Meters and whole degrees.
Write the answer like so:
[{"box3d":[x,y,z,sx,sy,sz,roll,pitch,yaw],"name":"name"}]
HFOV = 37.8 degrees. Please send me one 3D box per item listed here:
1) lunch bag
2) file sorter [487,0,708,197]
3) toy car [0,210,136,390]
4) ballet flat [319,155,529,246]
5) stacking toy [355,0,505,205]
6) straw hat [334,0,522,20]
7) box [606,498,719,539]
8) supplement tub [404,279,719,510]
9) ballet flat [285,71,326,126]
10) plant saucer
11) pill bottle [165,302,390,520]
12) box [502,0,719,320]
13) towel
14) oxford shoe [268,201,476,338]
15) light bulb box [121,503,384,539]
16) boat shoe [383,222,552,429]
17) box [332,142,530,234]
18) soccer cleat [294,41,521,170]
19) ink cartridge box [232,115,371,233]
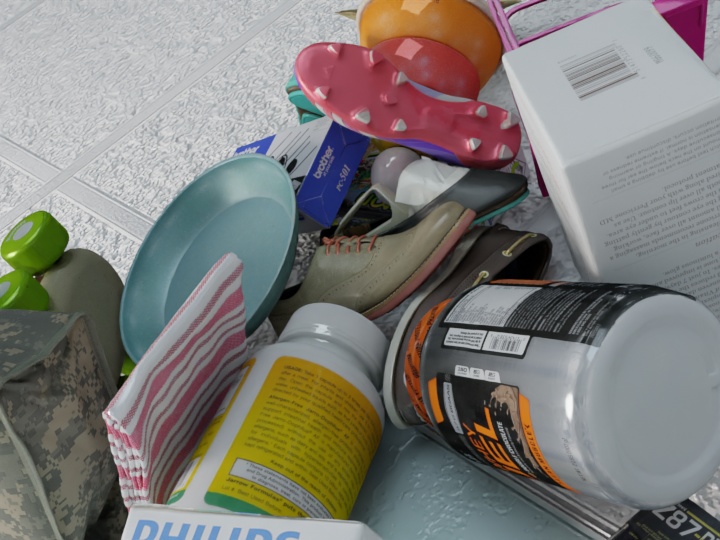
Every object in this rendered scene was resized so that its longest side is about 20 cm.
[{"box3d":[-0.255,0.134,0.770,0.163,0.201,0.118,1,29,27],"name":"lunch bag"},{"box3d":[0.181,-0.177,0.833,0.138,0.200,0.126,-20,64,7],"name":"file sorter"},{"box3d":[-0.299,0.077,0.906,0.199,0.165,0.158,-26,34,18],"name":"toy car"},{"box3d":[0.040,-0.046,0.852,0.199,0.069,0.068,-28,10,33],"name":"ballet flat"},{"box3d":[0.045,-0.147,0.943,0.145,0.146,0.201,0,60,32],"name":"stacking toy"},{"box3d":[0.074,-0.232,1.092,0.199,0.086,0.201,-3,16,1],"name":"straw hat"},{"box3d":[0.171,0.218,0.516,0.161,0.049,0.200,-39,37,-12],"name":"box"},{"box3d":[0.118,0.067,0.644,0.122,0.123,0.200,-43,19,-21],"name":"supplement tub"},{"box3d":[-0.030,-0.165,0.952,0.067,0.200,0.071,15,83,0],"name":"ballet flat"},{"box3d":[-0.118,-0.002,0.864,0.199,0.036,0.201,-25,47,30],"name":"plant saucer"},{"box3d":[-0.049,0.122,0.720,0.112,0.113,0.201,-3,42,30],"name":"pill bottle"},{"box3d":[0.188,-0.052,0.706,0.106,0.201,0.153,-23,37,7],"name":"box"},{"box3d":[-0.114,0.100,0.727,0.030,0.201,0.147,20,52,14],"name":"towel"},{"box3d":[0.000,0.000,0.807,0.200,0.075,0.070,-38,2,25],"name":"oxford shoe"},{"box3d":[-0.029,0.233,0.462,0.124,0.198,0.201,-3,59,28],"name":"light bulb box"},{"box3d":[0.083,0.037,0.777,0.059,0.072,0.200,0,38,37],"name":"boat shoe"},{"box3d":[0.044,-0.076,0.968,0.199,0.035,0.110,10,50,40],"name":"box"},{"box3d":[0.036,-0.126,0.853,0.076,0.199,0.067,158,127,-73],"name":"soccer cleat"},{"box3d":[-0.076,-0.079,0.968,0.199,0.044,0.095,-7,54,58],"name":"ink cartridge box"}]
